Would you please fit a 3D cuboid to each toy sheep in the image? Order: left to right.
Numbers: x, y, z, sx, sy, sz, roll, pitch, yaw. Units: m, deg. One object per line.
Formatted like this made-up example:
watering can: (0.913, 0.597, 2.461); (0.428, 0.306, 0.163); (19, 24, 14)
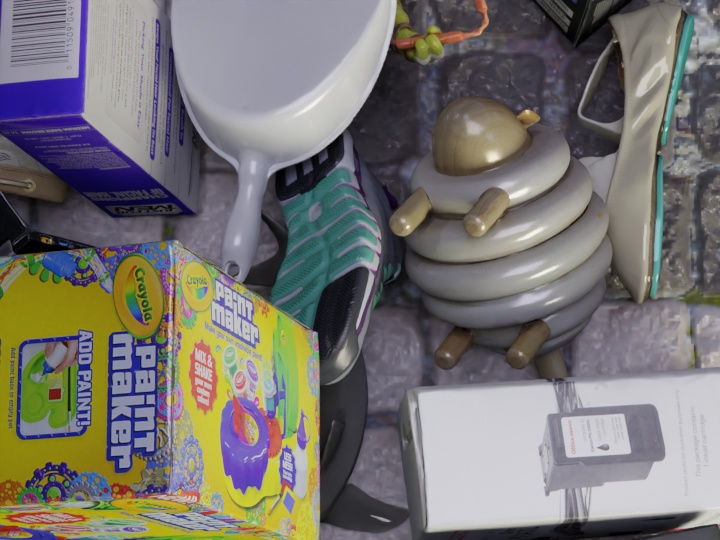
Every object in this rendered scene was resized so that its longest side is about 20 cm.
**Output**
toy sheep: (0.087, -0.013, 1.196); (0.138, 0.138, 0.200); (-18, 116, -5)

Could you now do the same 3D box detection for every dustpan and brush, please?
dustpan and brush: (-0.060, -0.089, 1.185); (0.139, 0.057, 0.200); (8, 69, 16)

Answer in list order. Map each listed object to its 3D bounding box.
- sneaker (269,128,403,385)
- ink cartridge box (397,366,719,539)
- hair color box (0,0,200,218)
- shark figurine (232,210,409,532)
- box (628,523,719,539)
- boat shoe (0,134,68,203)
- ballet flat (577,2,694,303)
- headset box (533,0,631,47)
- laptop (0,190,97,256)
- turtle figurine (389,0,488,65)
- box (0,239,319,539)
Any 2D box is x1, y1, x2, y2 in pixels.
sneaker: (0.000, 0.000, 1.177); (0.074, 0.088, 0.200); (-31, 37, 26)
ink cartridge box: (0.125, 0.110, 1.161); (0.200, 0.145, 0.084); (-4, 78, -2)
hair color box: (-0.152, -0.109, 1.182); (0.065, 0.200, 0.110); (-3, 75, 15)
shark figurine: (-0.025, 0.078, 1.199); (0.128, 0.090, 0.215); (7, 78, 0)
box: (0.106, 0.225, 1.129); (0.200, 0.149, 0.125); (-10, 77, -3)
boat shoe: (-0.276, -0.066, 1.239); (0.200, 0.074, 0.067); (-2, 93, 5)
ballet flat: (0.165, -0.076, 1.253); (0.069, 0.069, 0.200); (10, 69, 2)
headset box: (0.160, -0.279, 1.288); (0.200, 0.093, 0.174); (-38, 80, -10)
laptop: (-0.234, -0.013, 1.139); (0.187, 0.200, 0.116); (-34, 59, 31)
turtle figurine: (-0.021, -0.158, 1.267); (0.161, 0.064, 0.200); (-41, 55, -7)
box: (-0.142, 0.073, 1.016); (0.192, 0.200, 0.122); (-6, 74, 18)
